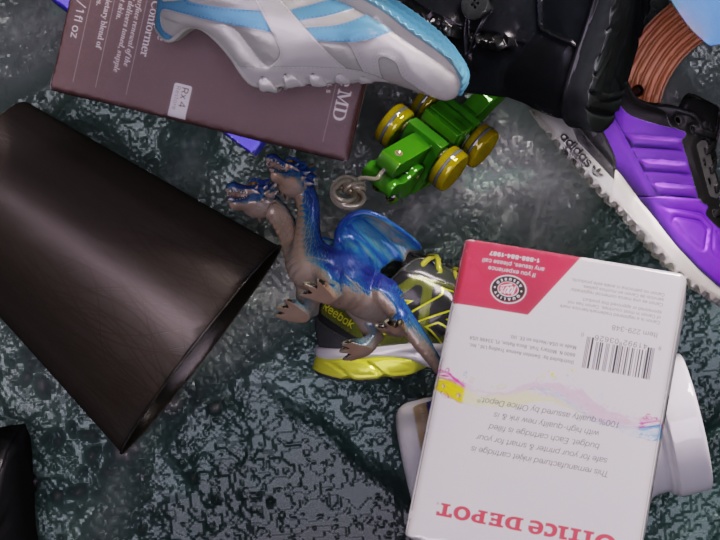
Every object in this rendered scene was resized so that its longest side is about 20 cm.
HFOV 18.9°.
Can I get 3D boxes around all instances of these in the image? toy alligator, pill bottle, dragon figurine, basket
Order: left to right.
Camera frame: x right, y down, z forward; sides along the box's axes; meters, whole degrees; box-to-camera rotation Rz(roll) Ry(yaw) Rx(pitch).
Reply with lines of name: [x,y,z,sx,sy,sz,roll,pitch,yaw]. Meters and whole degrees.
basket: [-0.184,-0.007,1.459,0.200,0.136,0.181,38,105,3]
dragon figurine: [0.000,0.000,1.415,0.199,0.100,0.059,28,139,-21]
toy alligator: [0.032,-0.071,1.441,0.059,0.200,0.054,39,133,14]
pill bottle: [0.131,0.124,1.466,0.198,0.116,0.117,-14,95,4]

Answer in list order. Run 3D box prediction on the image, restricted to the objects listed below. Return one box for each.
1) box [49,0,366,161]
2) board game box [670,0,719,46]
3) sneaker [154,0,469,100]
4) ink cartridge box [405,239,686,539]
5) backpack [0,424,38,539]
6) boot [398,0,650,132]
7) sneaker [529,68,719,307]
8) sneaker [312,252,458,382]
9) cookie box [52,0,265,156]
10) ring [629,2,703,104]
box: [-0.092,-0.141,1.395,0.198,0.075,0.101,13,95,-3]
board game box: [0.265,-0.235,1.398,0.198,0.039,0.159,-13,103,-20]
sneaker: [-0.029,-0.143,1.328,0.199,0.077,0.081,23,101,3]
ink cartridge box: [0.118,0.095,1.371,0.146,0.086,0.202,11,74,9]
backpack: [-0.334,0.189,1.487,0.198,0.154,0.165,5,102,14]
boot: [0.109,-0.202,1.413,0.167,0.076,0.202,20,96,28]
sneaker: [0.214,-0.065,1.450,0.099,0.070,0.200,-43,93,3]
sneaker: [0.060,0.025,1.479,0.198,0.074,0.085,-9,95,3]
cookie box: [-0.099,-0.203,1.462,0.200,0.075,0.172,38,94,-2]
ring: [0.268,-0.101,1.489,0.198,0.019,0.202,0,95,1]
